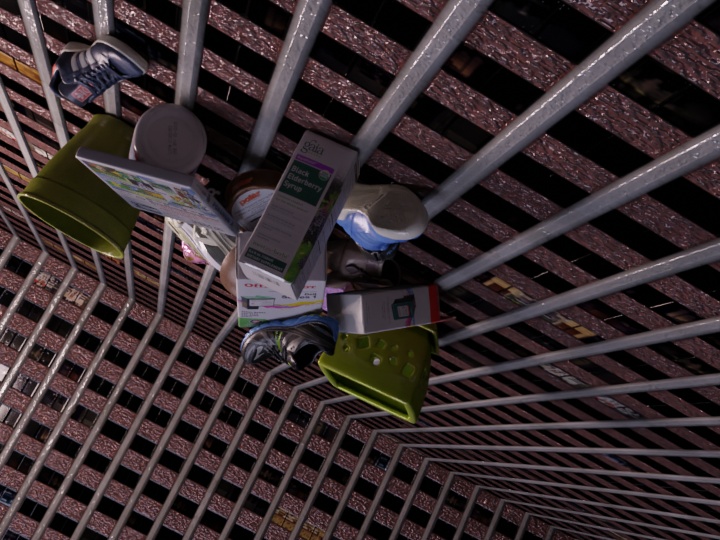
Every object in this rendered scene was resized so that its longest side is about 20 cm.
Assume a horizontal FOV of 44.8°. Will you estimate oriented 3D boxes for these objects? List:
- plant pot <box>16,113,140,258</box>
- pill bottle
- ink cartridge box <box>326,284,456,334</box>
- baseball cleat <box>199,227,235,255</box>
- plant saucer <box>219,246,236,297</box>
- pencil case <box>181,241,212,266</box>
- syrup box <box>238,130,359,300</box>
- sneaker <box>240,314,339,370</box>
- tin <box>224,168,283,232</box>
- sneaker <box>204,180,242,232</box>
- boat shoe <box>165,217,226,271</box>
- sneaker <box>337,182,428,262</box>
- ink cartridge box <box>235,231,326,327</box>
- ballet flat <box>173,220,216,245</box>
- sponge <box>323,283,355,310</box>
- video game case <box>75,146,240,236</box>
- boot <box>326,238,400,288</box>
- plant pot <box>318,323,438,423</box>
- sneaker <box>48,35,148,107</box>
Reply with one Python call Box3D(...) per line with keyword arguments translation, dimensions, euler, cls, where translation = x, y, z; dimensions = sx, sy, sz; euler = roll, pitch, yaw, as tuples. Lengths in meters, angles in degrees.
Box3D(translation=(-0.449, -0.156, 1.505), dimensions=(0.199, 0.194, 0.201), euler=(25, 165, 7), cls="plant pot")
Box3D(translation=(-0.304, -0.177, 1.356), dimensions=(0.108, 0.110, 0.200), euler=(30, 164, -11), cls="pill bottle")
Box3D(translation=(0.054, 0.062, 1.496), dimensions=(0.198, 0.068, 0.116), euler=(-6, -177, -34), cls="ink cartridge box")
Box3D(translation=(-0.238, -0.078, 1.637), dimensions=(0.201, 0.106, 0.070), euler=(55, 134, 3), cls="baseball cleat")
Box3D(translation=(-0.153, 0.006, 1.580), dimensions=(0.198, 0.037, 0.201), euler=(-12, 144, -9), cls="plant saucer")
Box3D(translation=(-0.283, -0.037, 1.815), dimensions=(0.198, 0.083, 0.087), euler=(16, 153, 38), cls="pencil case")
Box3D(translation=(-0.077, -0.073, 1.145), dimensions=(0.078, 0.202, 0.082), euler=(23, 165, 9), cls="syrup box")
Box3D(translation=(-0.124, 0.129, 1.470), dimensions=(0.198, 0.084, 0.071), euler=(-15, 154, 29), cls="sneaker")
Box3D(translation=(-0.135, -0.086, 1.391), dimensions=(0.111, 0.042, 0.200), euler=(-28, 141, 14), cls="tin")
Box3D(translation=(-0.222, -0.111, 1.497), dimensions=(0.111, 0.074, 0.200), euler=(31, 164, -15), cls="sneaker")
Box3D(translation=(-0.308, -0.063, 1.728), dimensions=(0.200, 0.072, 0.062), euler=(47, 143, 6), cls="boat shoe")
Box3D(translation=(0.041, -0.060, 1.216), dimensions=(0.199, 0.077, 0.111), euler=(16, 155, 48), cls="sneaker")
Box3D(translation=(-0.131, 0.020, 1.434), dimensions=(0.143, 0.085, 0.200), euler=(1, 155, -6), cls="ink cartridge box")
Box3D(translation=(-0.308, -0.098, 1.672), dimensions=(0.199, 0.076, 0.068), euler=(31, 162, -12), cls="ballet flat")
Box3D(translation=(-0.052, 0.051, 1.806), dimensions=(0.111, 0.030, 0.200), euler=(21, 163, 22), cls="sponge")
Box3D(translation=(-0.297, -0.116, 1.304), dimensions=(0.198, 0.022, 0.182), euler=(16, 165, 19), cls="video game case")
Box3D(translation=(0.000, 0.000, 1.508), dimensions=(0.145, 0.071, 0.200), euler=(12, 168, 20), cls="boot")
Box3D(translation=(0.052, 0.165, 1.716), dimensions=(0.197, 0.183, 0.200), euler=(22, 163, 14), cls="plant pot")
Box3D(translation=(-0.370, -0.270, 1.218), dimensions=(0.199, 0.085, 0.075), euler=(9, 156, 48), cls="sneaker")
